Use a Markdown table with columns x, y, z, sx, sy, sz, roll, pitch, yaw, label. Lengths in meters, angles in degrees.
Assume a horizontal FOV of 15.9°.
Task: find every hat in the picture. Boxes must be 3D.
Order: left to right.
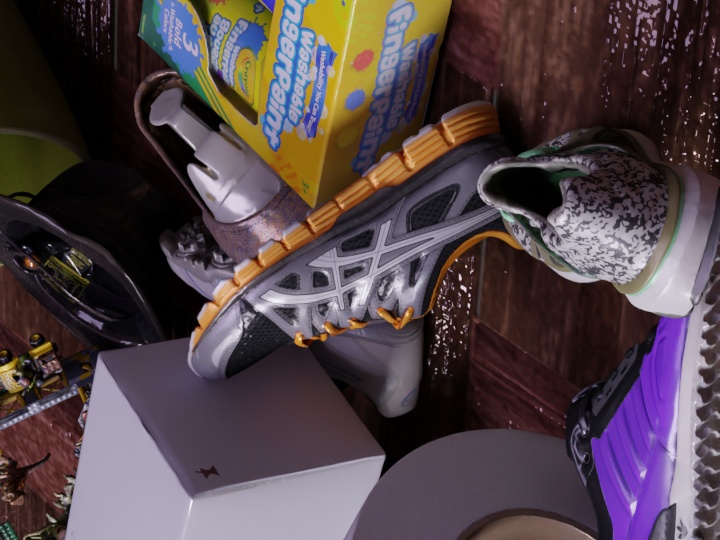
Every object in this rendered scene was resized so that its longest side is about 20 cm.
| x | y | z | sx | sy | sz | roll | pitch | yaw | label |
| --- | --- | --- | --- | --- | --- | --- | --- | --- | --- |
| -0.149 | -0.015 | 1.519 | 0.200 | 0.081 | 0.201 | 37 | 163 | 13 | hat |

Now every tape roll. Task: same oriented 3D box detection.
| x | y | z | sx | sy | sz | roll | pitch | yaw | label |
| --- | --- | --- | --- | --- | --- | --- | --- | --- | --- |
| 0.084 | 0.165 | 1.199 | 0.203 | 0.202 | 0.037 | 53 | 141 | 23 | tape roll |

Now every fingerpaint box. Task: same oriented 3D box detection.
| x | y | z | sx | sy | sz | roll | pitch | yaw | label |
| --- | --- | --- | --- | --- | --- | --- | --- | --- | --- |
| -0.031 | -0.162 | 1.303 | 0.167 | 0.073 | 0.201 | 45 | 139 | 32 | fingerpaint box |

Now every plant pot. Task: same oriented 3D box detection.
| x | y | z | sx | sy | sz | roll | pitch | yaw | label |
| --- | --- | --- | --- | --- | --- | --- | --- | --- | --- |
| -0.274 | -0.124 | 1.595 | 0.187 | 0.186 | 0.201 | -51 | 49 | 52 | plant pot |

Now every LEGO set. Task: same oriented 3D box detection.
| x | y | z | sx | sy | sz | roll | pitch | yaw | label |
| --- | --- | --- | --- | --- | --- | --- | --- | --- | --- |
| -0.167 | 0.149 | 1.544 | 0.116 | 0.153 | 0.201 | -123 | 17 | -54 | LEGO set |

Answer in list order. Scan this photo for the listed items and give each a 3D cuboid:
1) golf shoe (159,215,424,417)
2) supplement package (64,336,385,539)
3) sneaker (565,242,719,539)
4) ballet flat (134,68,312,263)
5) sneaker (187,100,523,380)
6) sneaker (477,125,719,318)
| x | y | z | sx | sy | sz | roll | pitch | yaw | label |
| --- | --- | --- | --- | --- | --- | --- | --- | --- | --- |
| -0.040 | 0.024 | 1.414 | 0.199 | 0.078 | 0.098 | 23 | 130 | 48 | golf shoe |
| -0.080 | 0.146 | 1.351 | 0.117 | 0.117 | 0.201 | 53 | 140 | 41 | supplement package |
| 0.135 | 0.060 | 1.164 | 0.099 | 0.069 | 0.202 | 21 | 112 | 44 | sneaker |
| -0.073 | -0.056 | 1.382 | 0.067 | 0.068 | 0.200 | 45 | 176 | -37 | ballet flat |
| 0.000 | 0.000 | 1.273 | 0.199 | 0.078 | 0.077 | -36 | 89 | 13 | sneaker |
| 0.090 | -0.037 | 1.145 | 0.077 | 0.088 | 0.200 | -69 | 18 | 0 | sneaker |
